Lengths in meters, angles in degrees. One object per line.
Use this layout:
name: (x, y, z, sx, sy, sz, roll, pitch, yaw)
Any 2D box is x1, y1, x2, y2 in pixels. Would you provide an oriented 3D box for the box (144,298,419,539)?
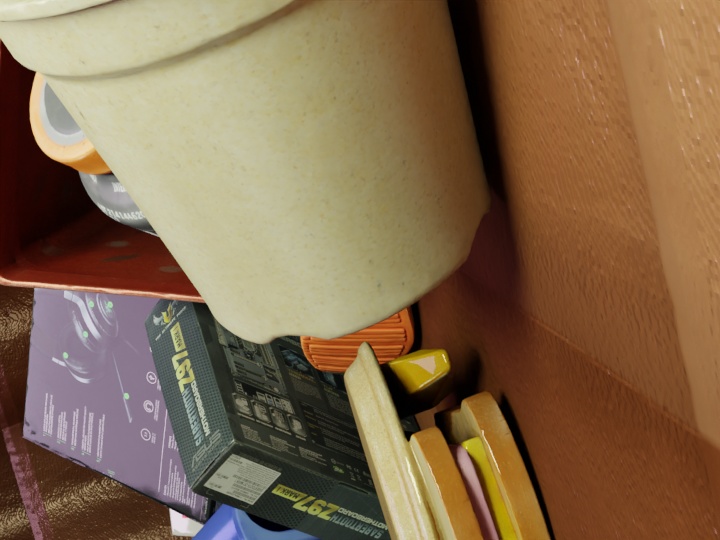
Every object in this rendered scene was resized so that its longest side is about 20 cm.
box: (-0.038, 0.101, 1.033, 0.199, 0.051, 0.158, 27, -154, -37)

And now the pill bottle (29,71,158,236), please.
pill bottle: (-0.069, -0.062, 0.792, 0.199, 0.106, 0.107, 20, -138, -50)

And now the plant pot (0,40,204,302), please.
plant pot: (-0.117, -0.095, 1.033, 0.176, 0.197, 0.203, -51, -35, -80)

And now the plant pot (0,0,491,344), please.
plant pot: (-0.037, -0.080, 0.640, 0.201, 0.199, 0.185, -119, 4, -59)

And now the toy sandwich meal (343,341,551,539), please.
toy sandwich meal: (0.047, 0.120, 0.837, 0.205, 0.069, 0.208, 162, 90, -87)

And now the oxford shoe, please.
oxford shoe: (0.000, 0.000, 0.973, 0.201, 0.070, 0.074, 99, 172, -58)

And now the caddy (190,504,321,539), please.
caddy: (-0.031, 0.213, 1.135, 0.199, 0.105, 0.142, 14, -144, -54)

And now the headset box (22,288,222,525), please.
headset box: (-0.160, 0.067, 1.201, 0.092, 0.198, 0.176, -25, -51, -56)

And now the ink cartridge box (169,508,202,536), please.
ink cartridge box: (-0.086, 0.111, 1.280, 0.084, 0.143, 0.203, -23, -71, -62)
